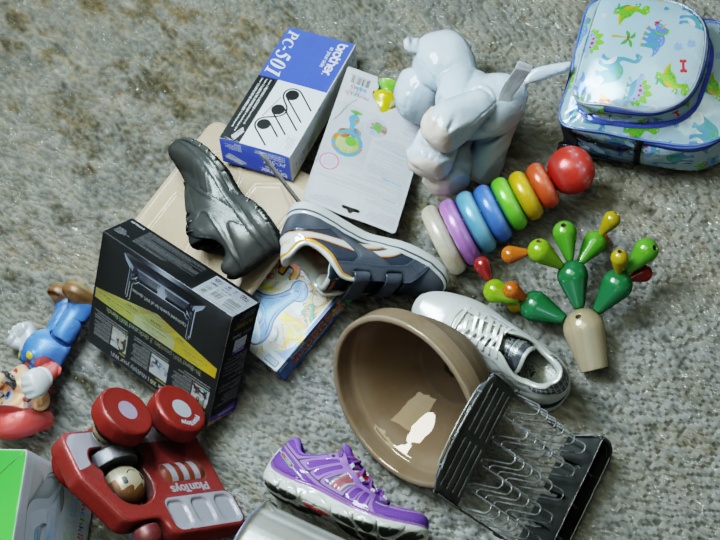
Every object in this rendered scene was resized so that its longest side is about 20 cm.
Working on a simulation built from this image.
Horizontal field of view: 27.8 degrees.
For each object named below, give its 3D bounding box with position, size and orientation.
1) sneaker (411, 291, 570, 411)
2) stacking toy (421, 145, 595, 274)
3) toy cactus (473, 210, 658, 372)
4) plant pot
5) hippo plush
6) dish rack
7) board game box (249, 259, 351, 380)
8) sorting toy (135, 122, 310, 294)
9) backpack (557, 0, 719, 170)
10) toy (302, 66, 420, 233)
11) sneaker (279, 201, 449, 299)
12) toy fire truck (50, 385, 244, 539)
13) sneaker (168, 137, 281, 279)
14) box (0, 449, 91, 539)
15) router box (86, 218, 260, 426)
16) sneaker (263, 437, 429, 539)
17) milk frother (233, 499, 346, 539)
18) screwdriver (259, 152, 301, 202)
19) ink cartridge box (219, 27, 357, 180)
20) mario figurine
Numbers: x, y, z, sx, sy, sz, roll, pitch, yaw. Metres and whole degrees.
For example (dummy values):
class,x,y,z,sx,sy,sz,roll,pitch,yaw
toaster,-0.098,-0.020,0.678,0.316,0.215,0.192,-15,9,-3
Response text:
class,x,y,z,sx,sy,sz,roll,pitch,yaw
sneaker,0.143,0.076,1.587,0.199,0.081,0.077,30,81,17
stacking toy,0.173,-0.075,1.638,0.199,0.085,0.086,-27,65,7
toy cactus,0.234,0.029,1.599,0.199,0.102,0.166,-13,85,6
plant pot,0.073,0.124,1.563,0.201,0.202,0.092,39,44,24
hippo plush,0.097,-0.201,1.655,0.161,0.159,0.201,51,129,28
dish rack,0.162,0.202,1.484,0.054,0.200,0.154,14,71,47
board game box,-0.120,0.017,1.710,0.200,0.034,0.136,36,80,24
sorting toy,-0.160,-0.061,1.717,0.185,0.037,0.200,32,74,24
backpack,0.332,-0.208,1.625,0.199,0.147,0.184,14,76,15
toy,0.009,-0.138,1.726,0.115,0.047,0.201,20,63,-4
sneaker,0.000,0.000,1.631,0.199,0.079,0.080,22,56,-7
toy fire truck,-0.229,0.224,1.573,0.112,0.199,0.168,-48,62,26
sneaker,-0.172,-0.073,1.667,0.091,0.076,0.200,-39,61,-2
box,-0.380,0.311,1.581,0.096,0.177,0.201,-1,68,16
router box,-0.217,0.058,1.658,0.199,0.158,0.052,32,36,23
sneaker,-0.011,0.235,1.574,0.199,0.081,0.084,22,70,22
milk frother,-0.061,0.345,1.475,0.187,0.200,0.181,20,79,21
screwdriver,-0.063,-0.076,1.645,0.029,0.200,0.028,-17,51,12
ink cartridge box,-0.085,-0.202,1.749,0.094,0.044,0.201,17,55,16
mario figurine,-0.387,0.101,1.702,0.105,0.124,0.201,20,70,8
